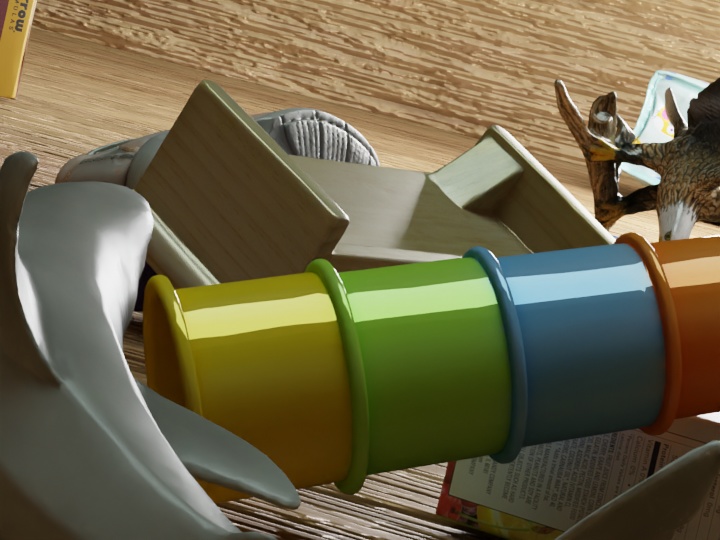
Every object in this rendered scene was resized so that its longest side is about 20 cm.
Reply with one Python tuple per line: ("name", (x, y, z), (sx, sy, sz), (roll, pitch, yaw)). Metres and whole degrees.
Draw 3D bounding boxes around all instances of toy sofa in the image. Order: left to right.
("toy sofa", (0.000, 0.000, 0.968), (0.083, 0.098, 0.200), (46, 22, 29))

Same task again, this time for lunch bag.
("lunch bag", (0.353, -0.098, 2.371), (0.199, 0.122, 0.170), (24, 7, 20))

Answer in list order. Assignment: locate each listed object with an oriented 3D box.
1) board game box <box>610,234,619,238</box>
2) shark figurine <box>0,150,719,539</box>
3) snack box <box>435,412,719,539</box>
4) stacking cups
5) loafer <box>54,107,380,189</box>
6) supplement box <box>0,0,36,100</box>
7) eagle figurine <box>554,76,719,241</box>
("board game box", (0.091, 0.007, 1.182), (0.152, 0.045, 0.200), (18, 8, 43))
("shark figurine", (-0.043, 0.022, 0.504), (0.128, 0.090, 0.214), (-18, 34, -32))
("snack box", (0.126, 0.058, 0.751), (0.142, 0.053, 0.200), (17, 8, 23))
("stacking cups", (0.049, 0.014, 0.639), (0.199, 0.061, 0.060), (-10, 12, -12))
("loafer", (-0.062, -0.043, 1.220), (0.063, 0.072, 0.200), (8, 6, 30))
("supplement box", (-0.348, -0.215, 1.841), (0.197, 0.133, 0.200), (10, 6, -28))
("eagle figurine", (0.237, -0.053, 1.716), (0.199, 0.152, 0.152), (4, -10, 31))
